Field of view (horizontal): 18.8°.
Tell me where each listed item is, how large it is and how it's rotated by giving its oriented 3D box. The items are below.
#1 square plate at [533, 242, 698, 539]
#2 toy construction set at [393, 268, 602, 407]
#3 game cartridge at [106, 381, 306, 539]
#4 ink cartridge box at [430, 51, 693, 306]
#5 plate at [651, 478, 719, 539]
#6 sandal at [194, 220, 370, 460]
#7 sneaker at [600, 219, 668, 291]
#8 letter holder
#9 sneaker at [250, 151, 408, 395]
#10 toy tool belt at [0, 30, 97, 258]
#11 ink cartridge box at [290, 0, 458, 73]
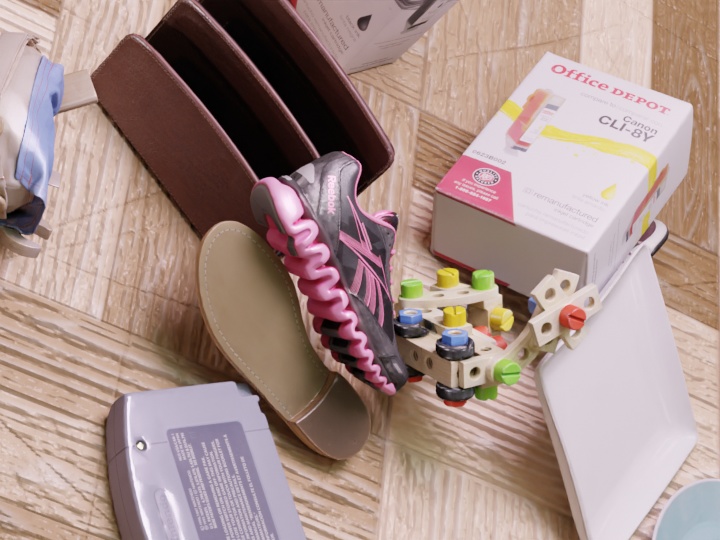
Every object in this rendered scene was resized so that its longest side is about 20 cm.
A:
[{"bbox_3d":[0.205,0.110,1.760,0.200,0.028,0.199,-45,125,-44],"label":"square plate"},{"bbox_3d":[0.095,0.048,1.669,0.131,0.200,0.092,-12,96,-29],"label":"toy construction set"},{"bbox_3d":[-0.106,0.178,1.536,0.133,0.042,0.201,-6,67,-34],"label":"game cartridge"},{"bbox_3d":[0.169,-0.076,1.806,0.145,0.084,0.200,23,51,21],"label":"ink cartridge box"},{"bbox_3d":[0.313,0.269,1.796,0.200,0.026,0.201,18,54,-26],"label":"plate"},{"bbox_3d":[-0.075,0.055,1.623,0.078,0.070,0.212,-44,114,-22],"label":"sandal"},{"bbox_3d":[0.173,-0.013,1.849,0.115,0.076,0.200,41,40,6],"label":"sneaker"},{"bbox_3d":[-0.088,-0.118,1.659,0.200,0.142,0.101,53,46,3],"label":"letter holder"},{"bbox_3d":[0.000,0.000,1.612,0.095,0.079,0.200,-35,116,-19],"label":"sneaker"},{"bbox_3d":[-0.250,-0.075,1.529,0.123,0.125,0.201,14,55,-19],"label":"toy tool belt"},{"bbox_3d":[0.022,-0.277,1.801,0.083,0.200,0.147,-20,75,-42],"label":"ink cartridge box"}]
